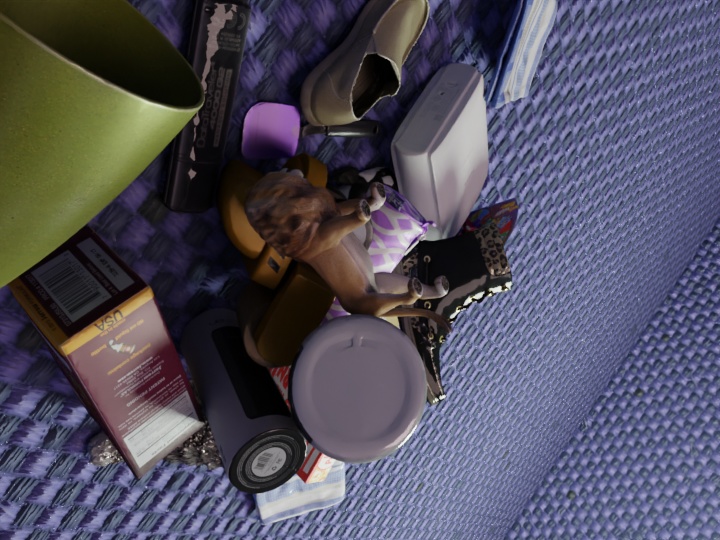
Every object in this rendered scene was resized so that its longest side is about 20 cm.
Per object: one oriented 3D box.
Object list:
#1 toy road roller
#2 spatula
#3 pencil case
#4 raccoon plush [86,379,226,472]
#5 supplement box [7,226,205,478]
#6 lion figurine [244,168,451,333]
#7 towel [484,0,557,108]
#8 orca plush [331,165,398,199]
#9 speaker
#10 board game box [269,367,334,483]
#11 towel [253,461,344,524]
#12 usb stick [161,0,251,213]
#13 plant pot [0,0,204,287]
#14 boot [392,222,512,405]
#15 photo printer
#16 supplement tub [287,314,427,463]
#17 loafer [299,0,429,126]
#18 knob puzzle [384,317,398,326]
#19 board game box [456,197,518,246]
[{"bbox_3d":[-0.092,-0.022,0.676,0.144,0.123,0.203,26,99,-23],"label":"toy road roller"},{"bbox_3d":[-0.045,-0.153,0.732,0.198,0.020,0.058,-16,122,-47],"label":"spatula"},{"bbox_3d":[0.000,0.000,0.755,0.202,0.085,0.084,-56,175,18],"label":"pencil case"},{"bbox_3d":[-0.185,0.212,0.760,0.198,0.133,0.099,-28,140,-36],"label":"raccoon plush"},{"bbox_3d":[-0.225,0.079,0.617,0.085,0.110,0.203,-36,143,-27],"label":"supplement box"},{"bbox_3d":[-0.012,-0.008,0.592,0.202,0.121,0.073,57,35,-20],"label":"lion figurine"},{"bbox_3d":[0.218,-0.294,0.896,0.199,0.023,0.150,-35,145,-61],"label":"towel"},{"bbox_3d":[-0.015,-0.060,0.805,0.198,0.071,0.107,-23,135,-40],"label":"orca plush"},{"bbox_3d":[-0.127,0.127,0.698,0.079,0.200,0.083,-14,127,-20],"label":"speaker"},{"bbox_3d":[-0.057,0.133,0.844,0.046,0.150,0.203,18,103,-58],"label":"board game box"},{"bbox_3d":[-0.092,0.305,0.997,0.143,0.024,0.203,-12,135,-13],"label":"towel"},{"bbox_3d":[-0.140,-0.146,0.606,0.055,0.032,0.204,-6,123,-41],"label":"usb stick"},{"bbox_3d":[-0.231,-0.087,0.432,0.201,0.188,0.186,-48,150,18],"label":"plant pot"},{"bbox_3d":[0.121,0.051,0.838,0.150,0.209,0.073,-15,178,2],"label":"boot"},{"bbox_3d":[0.110,-0.136,0.880,0.168,0.068,0.202,-57,151,-28],"label":"photo printer"},{"bbox_3d":[-0.008,0.117,0.647,0.123,0.122,0.200,-48,174,-11],"label":"supplement tub"},{"bbox_3d":[0.019,-0.220,0.704,0.202,0.067,0.076,-54,148,-17],"label":"loafer"},{"bbox_3d":[-0.017,0.080,0.961,0.218,0.030,0.223,-33,141,-31],"label":"knob puzzle"},{"bbox_3d":[0.138,-0.045,0.962,0.039,0.199,0.160,39,69,-18],"label":"board game box"}]
